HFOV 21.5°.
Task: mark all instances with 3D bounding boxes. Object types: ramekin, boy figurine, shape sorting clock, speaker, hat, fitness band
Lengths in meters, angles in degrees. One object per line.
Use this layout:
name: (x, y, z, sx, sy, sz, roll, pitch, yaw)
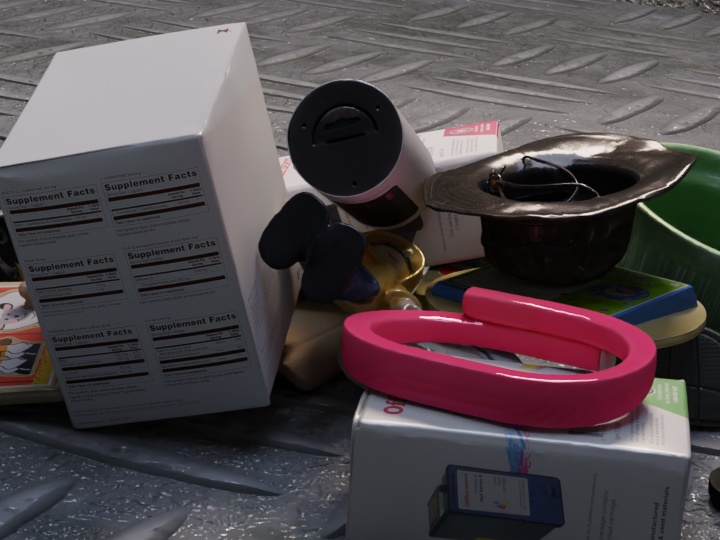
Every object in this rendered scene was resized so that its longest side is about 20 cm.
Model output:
ramekin: (0.277, -0.009, 1.479, 0.199, 0.098, 0.200, 14, 28, -8)
boy figurine: (0.000, 0.000, 1.337, 0.124, 0.065, 0.200, 39, 7, 19)
shape sorting clock: (0.144, 0.027, 1.342, 0.198, 0.040, 0.200, 0, 17, 0)
speaker: (0.004, -0.079, 1.340, 0.081, 0.082, 0.200, 7, -4, 9)
hat: (0.145, -0.035, 1.347, 0.199, 0.082, 0.201, -8, 16, 2)
fitness band: (0.084, 0.053, 1.172, 0.199, 0.038, 0.143, 10, 20, 28)

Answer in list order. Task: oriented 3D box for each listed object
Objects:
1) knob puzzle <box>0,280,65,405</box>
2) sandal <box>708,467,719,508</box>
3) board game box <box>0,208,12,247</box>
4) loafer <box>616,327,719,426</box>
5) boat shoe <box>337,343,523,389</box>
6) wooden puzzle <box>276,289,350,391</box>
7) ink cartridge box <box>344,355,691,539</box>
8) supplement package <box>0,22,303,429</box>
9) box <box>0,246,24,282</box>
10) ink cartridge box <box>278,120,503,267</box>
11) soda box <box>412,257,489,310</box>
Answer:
knob puzzle: (-0.299, 0.043, 1.358, 0.218, 0.031, 0.220, -3, 25, 1)
sandal: (0.324, 0.129, 1.249, 0.199, 0.045, 0.075, -2, 18, -19)
board game box: (-0.329, -0.043, 1.556, 0.199, 0.028, 0.135, -8, 19, 26)
loafer: (0.268, 0.080, 1.388, 0.198, 0.072, 0.063, 6, -4, -9)
boat shoe: (0.049, 0.079, 1.318, 0.069, 0.071, 0.200, -15, 22, -27)
wooden puzzle: (-0.084, 0.040, 1.473, 0.199, 0.038, 0.185, 18, 21, 25)
ink cartridge box: (0.098, 0.116, 1.169, 0.198, 0.088, 0.145, 7, 16, 6)
supplement package: (-0.138, -0.033, 1.300, 0.146, 0.201, 0.192, -8, 28, 11)
box: (-0.207, -0.039, 1.573, 0.199, 0.049, 0.159, -14, 18, 1)
ink cartridge box: (0.019, -0.053, 1.518, 0.198, 0.085, 0.145, -9, 13, 7)
soda box: (0.086, 0.025, 1.495, 0.064, 0.068, 0.200, 6, 17, 10)
